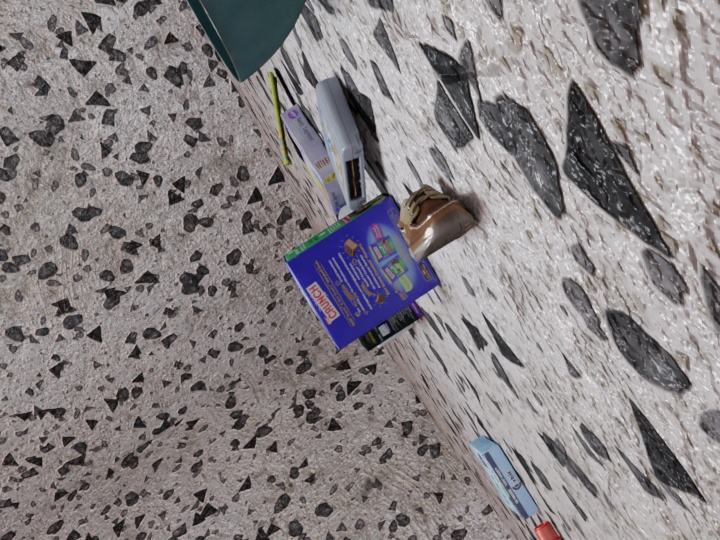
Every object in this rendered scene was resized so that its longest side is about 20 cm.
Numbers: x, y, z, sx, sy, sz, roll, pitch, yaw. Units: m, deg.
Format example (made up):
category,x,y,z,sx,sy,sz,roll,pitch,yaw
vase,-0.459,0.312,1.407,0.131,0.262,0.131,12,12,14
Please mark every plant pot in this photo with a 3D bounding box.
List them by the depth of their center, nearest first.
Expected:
category,x,y,z,sx,sy,sz,roll,pitch,yaw
plant pot,-0.133,-0.337,0.796,0.202,0.134,0.200,58,175,8

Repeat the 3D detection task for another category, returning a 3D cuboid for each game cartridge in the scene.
category,x,y,z,sx,sy,sz,roll,pitch,yaw
game cartridge,-0.029,-0.191,1.061,0.200,0.041,0.135,83,164,-68

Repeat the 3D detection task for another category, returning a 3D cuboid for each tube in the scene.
category,x,y,z,sx,sy,sz,roll,pitch,yaw
tube,-0.013,-0.103,1.622,0.078,0.050,0.200,57,180,10

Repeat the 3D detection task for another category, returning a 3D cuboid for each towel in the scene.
category,x,y,z,sx,sy,sz,roll,pitch,yaw
towel,-0.179,-0.336,1.575,0.086,0.018,0.203,-125,26,-82

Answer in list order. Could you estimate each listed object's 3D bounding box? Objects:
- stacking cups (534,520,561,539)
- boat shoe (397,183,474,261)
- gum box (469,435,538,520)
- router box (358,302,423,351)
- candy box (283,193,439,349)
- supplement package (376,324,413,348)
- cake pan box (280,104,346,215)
category,x,y,z,sx,sy,sz,roll,pitch,yaw
stacking cups,0.434,0.623,1.471,0.202,0.060,0.061,61,177,18
boat shoe,0.074,-0.056,0.795,0.072,0.075,0.200,60,174,2
gum box,0.335,0.484,1.668,0.171,0.044,0.200,59,176,6
router box,0.058,0.122,1.640,0.051,0.148,0.200,58,176,-2
candy box,0.000,0.000,1.148,0.170,0.198,0.077,59,175,-12
supplement package,0.042,0.092,1.866,0.202,0.109,0.114,58,175,5
cake pan box,-0.100,-0.247,1.574,0.201,0.052,0.185,58,173,22
